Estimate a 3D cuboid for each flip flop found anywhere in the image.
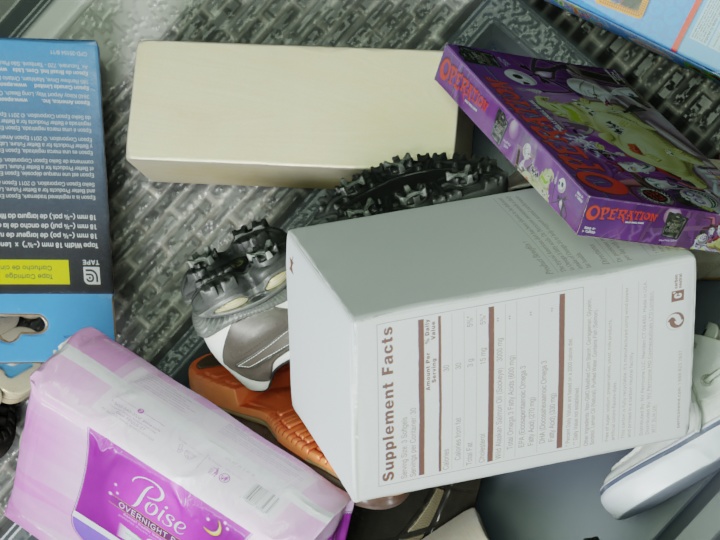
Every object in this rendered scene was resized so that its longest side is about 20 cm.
[{"bbox_3d":[0.031,0.108,1.675,0.081,0.058,0.200,19,95,-21],"label":"flip flop"}]

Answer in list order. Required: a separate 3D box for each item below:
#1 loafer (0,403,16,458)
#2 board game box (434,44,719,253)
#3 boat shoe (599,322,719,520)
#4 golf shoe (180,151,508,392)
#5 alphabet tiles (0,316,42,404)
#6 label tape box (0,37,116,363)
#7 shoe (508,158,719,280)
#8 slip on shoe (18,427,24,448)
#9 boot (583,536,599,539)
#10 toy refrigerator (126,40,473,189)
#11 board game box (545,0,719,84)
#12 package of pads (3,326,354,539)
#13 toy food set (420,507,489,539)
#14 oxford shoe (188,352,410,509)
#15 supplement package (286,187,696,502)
[{"bbox_3d":[-0.285,0.046,1.756,0.071,0.073,0.200,-42,71,15],"label":"loafer"},{"bbox_3d":[0.133,-0.069,1.596,0.120,0.200,0.032,2,117,-25],"label":"board game box"},{"bbox_3d":[0.208,0.058,1.636,0.202,0.075,0.086,-36,77,4],"label":"boat shoe"},{"bbox_3d":[0.000,0.000,1.639,0.200,0.078,0.095,-23,113,3],"label":"golf shoe"},{"bbox_3d":[-0.276,0.010,1.714,0.200,0.196,0.015,47,136,13],"label":"alphabet tiles"},{"bbox_3d":[-0.228,-0.039,1.712,0.144,0.063,0.200,1,80,-29],"label":"label tape box"},{"bbox_3d":[0.175,-0.032,1.665,0.200,0.053,0.070,3,83,13],"label":"shoe"},{"bbox_3d":[-0.117,0.149,1.703,0.200,0.061,0.074,32,77,17],"label":"slip on shoe"},{"bbox_3d":[0.076,0.245,1.579,0.131,0.068,0.200,3,97,2],"label":"boot"},{"bbox_3d":[-0.034,-0.091,1.713,0.200,0.070,0.076,2,80,11],"label":"toy refrigerator"},{"bbox_3d":[0.172,-0.216,1.699,0.200,0.037,0.151,28,89,14],"label":"board game box"},{"bbox_3d":[-0.104,0.132,1.606,0.200,0.076,0.121,31,133,18],"label":"package of pads"},{"bbox_3d":[0.061,0.259,1.647,0.143,0.060,0.200,-33,91,6],"label":"toy food set"},{"bbox_3d":[-0.029,0.107,1.650,0.200,0.071,0.073,28,125,53],"label":"oxford shoe"},{"bbox_3d":[0.070,0.035,1.569,0.200,0.117,0.117,-10,119,-16],"label":"supplement package"}]
